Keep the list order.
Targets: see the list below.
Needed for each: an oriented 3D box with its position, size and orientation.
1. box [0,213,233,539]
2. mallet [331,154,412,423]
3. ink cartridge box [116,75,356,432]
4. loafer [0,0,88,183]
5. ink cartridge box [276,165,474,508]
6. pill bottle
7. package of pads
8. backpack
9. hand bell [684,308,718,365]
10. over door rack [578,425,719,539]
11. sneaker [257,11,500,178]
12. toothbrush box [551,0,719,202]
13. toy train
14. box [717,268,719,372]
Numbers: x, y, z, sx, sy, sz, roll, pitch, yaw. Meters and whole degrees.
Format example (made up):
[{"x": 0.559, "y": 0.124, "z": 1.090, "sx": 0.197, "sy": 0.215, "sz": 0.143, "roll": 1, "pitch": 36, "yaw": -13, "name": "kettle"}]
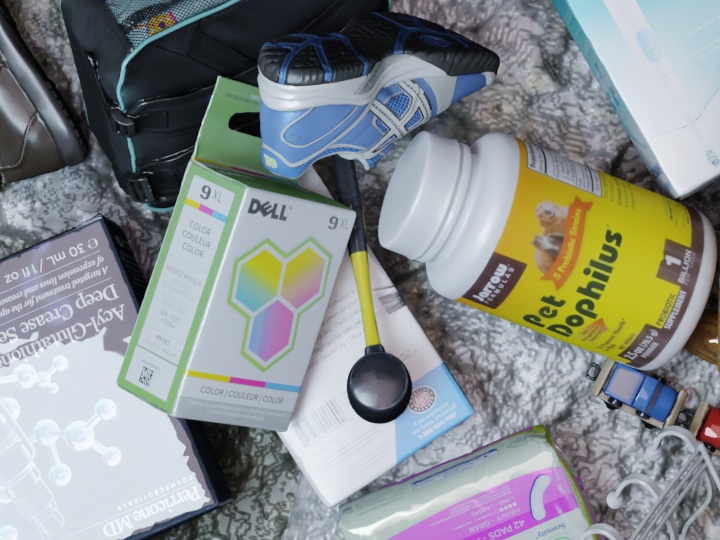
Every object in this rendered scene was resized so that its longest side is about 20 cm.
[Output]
[{"x": -0.189, "y": 0.087, "z": 1.753, "sx": 0.148, "sy": 0.107, "sz": 0.201, "roll": -23, "pitch": 87, "yaw": 1, "name": "box"}, {"x": 0.000, "y": 0.000, "z": 1.720, "sx": 0.041, "sy": 0.066, "sz": 0.201, "roll": -9, "pitch": 71, "yaw": -1, "name": "mallet"}, {"x": -0.067, "y": -0.007, "z": 1.668, "sx": 0.059, "sy": 0.104, "sz": 0.201, "roll": 23, "pitch": 97, "yaw": 40, "name": "ink cartridge box"}, {"x": -0.256, "y": -0.143, "z": 1.785, "sx": 0.071, "sy": 0.073, "sz": 0.201, "roll": -33, "pitch": 86, "yaw": -1, "name": "loafer"}, {"x": -0.027, "y": 0.039, "z": 1.766, "sx": 0.116, "sy": 0.068, "sz": 0.201, "roll": -33, "pitch": 86, "yaw": 0, "name": "ink cartridge box"}, {"x": 0.116, "y": -0.018, "z": 1.716, "sx": 0.199, "sy": 0.109, "sz": 0.110, "roll": 20, "pitch": 88, "yaw": -14, "name": "pill bottle"}, {"x": 0.092, "y": 0.214, "z": 1.738, "sx": 0.154, "sy": 0.068, "sz": 0.201, "roll": -22, "pitch": 97, "yaw": 2, "name": "package of pads"}, {"x": -0.086, "y": -0.156, "z": 1.728, "sx": 0.199, "sy": 0.176, "sz": 0.154, "roll": -24, "pitch": 55, "yaw": -10, "name": "backpack"}, {"x": 0.283, "y": 0.069, "z": 1.754, "sx": 0.199, "sy": 0.104, "sz": 0.105, "roll": 25, "pitch": 88, "yaw": 17, "name": "hand bell"}, {"x": 0.213, "y": 0.216, "z": 1.703, "sx": 0.066, "sy": 0.148, "sz": 0.200, "roll": -31, "pitch": 97, "yaw": 36, "name": "over door rack"}, {"x": 0.006, "y": -0.109, "z": 1.669, "sx": 0.076, "sy": 0.199, "sz": 0.077, "roll": 30, "pitch": 120, "yaw": 38, "name": "sneaker"}, {"x": 0.215, "y": -0.164, "z": 1.756, "sx": 0.146, "sy": 0.085, "sz": 0.201, "roll": -31, "pitch": 86, "yaw": 1, "name": "toothbrush box"}, {"x": 0.236, "y": 0.108, "z": 1.759, "sx": 0.199, "sy": 0.046, "sz": 0.034, "roll": 26, "pitch": 88, "yaw": 4, "name": "toy train"}, {"x": 0.269, "y": -0.033, "z": 1.647, "sx": 0.097, "sy": 0.124, "sz": 0.202, "roll": 1, "pitch": 90, "yaw": 4, "name": "box"}]
